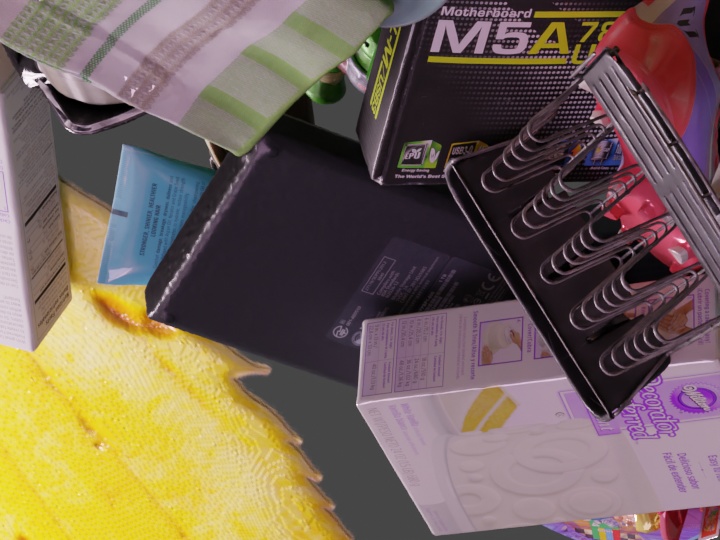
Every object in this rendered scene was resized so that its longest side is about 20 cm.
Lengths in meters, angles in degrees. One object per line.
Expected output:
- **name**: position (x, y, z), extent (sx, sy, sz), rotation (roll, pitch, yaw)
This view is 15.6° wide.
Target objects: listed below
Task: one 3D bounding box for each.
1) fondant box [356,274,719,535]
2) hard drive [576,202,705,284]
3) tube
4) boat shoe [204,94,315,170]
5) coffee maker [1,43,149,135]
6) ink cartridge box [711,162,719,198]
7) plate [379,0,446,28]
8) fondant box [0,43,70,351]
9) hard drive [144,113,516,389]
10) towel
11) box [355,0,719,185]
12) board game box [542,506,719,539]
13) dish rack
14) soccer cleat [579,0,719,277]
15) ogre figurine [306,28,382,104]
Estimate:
- **fondant box**: position (0.113, 0.076, 1.427), extent (0.199, 0.059, 0.145), rotation (-9, 143, 17)
- **hard drive**: position (0.175, 0.022, 1.484), extent (0.199, 0.042, 0.135), rotation (-8, 123, 31)
- **tube**: position (-0.044, -0.017, 1.468), extent (0.199, 0.078, 0.050), rotation (9, -178, -20)
- **boat shoe**: position (-0.058, -0.067, 1.509), extent (0.065, 0.073, 0.201), rotation (20, 138, 58)
- **coffee maker**: position (-0.174, -0.196, 1.355), extent (0.191, 0.135, 0.200), rotation (26, 155, 32)
- **ink cartridge box**: position (0.249, -0.087, 1.249), extent (0.115, 0.200, 0.068), rotation (-26, 113, 39)
- **plate**: position (-0.016, -0.210, 1.256), extent (0.200, 0.025, 0.201), rotation (30, 131, 41)
- **fondant box**: position (-0.262, -0.057, 1.618), extent (0.143, 0.058, 0.201), rotation (13, 130, 17)
- **hard drive**: position (0.000, 0.000, 1.438), extent (0.199, 0.033, 0.140), rotation (19, 124, -24)
- **towel**: position (-0.104, -0.130, 1.258), extent (0.199, 0.031, 0.149), rotation (26, 142, -24)
- **box**: position (0.112, -0.127, 1.324), extent (0.199, 0.048, 0.194), rotation (-1, 138, -18)
- **board game box**: position (0.148, 0.131, 1.551), extent (0.158, 0.039, 0.200), rotation (32, 145, -19)
- **dish rack**: position (0.118, -0.019, 1.256), extent (0.154, 0.054, 0.200), rotation (57, 164, 4)
- **soccer cleat**: position (0.160, -0.067, 1.330), extent (0.067, 0.077, 0.200), rotation (34, 163, 30)
- **ogre figurine**: position (0.020, -0.124, 1.407), extent (0.200, 0.098, 0.120), rotation (41, 145, 6)
